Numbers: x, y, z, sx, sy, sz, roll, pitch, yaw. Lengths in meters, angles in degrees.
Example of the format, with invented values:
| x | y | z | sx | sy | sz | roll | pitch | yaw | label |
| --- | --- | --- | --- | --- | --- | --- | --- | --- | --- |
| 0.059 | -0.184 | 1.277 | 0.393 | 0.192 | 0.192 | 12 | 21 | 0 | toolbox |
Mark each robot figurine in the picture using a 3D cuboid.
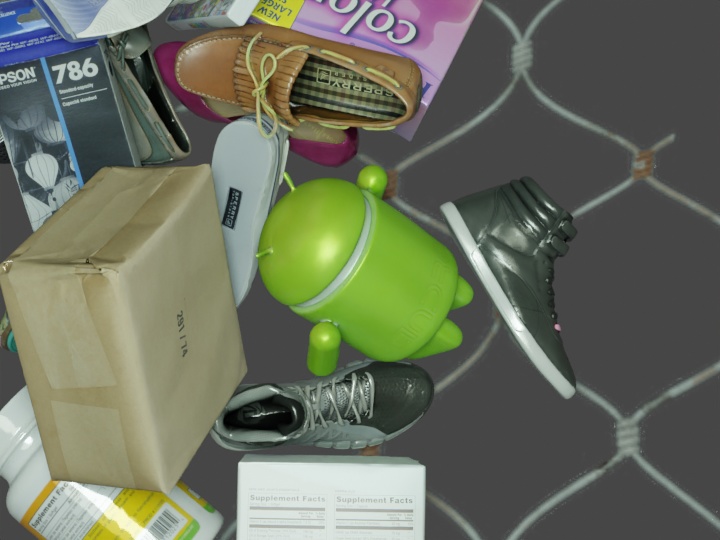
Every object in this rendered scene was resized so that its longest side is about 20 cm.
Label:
| x | y | z | sx | sy | sz | roll | pitch | yaw | label |
| --- | --- | --- | --- | --- | --- | --- | --- | --- | --- |
| 0.000 | 0.000 | 1.235 | 0.200 | 0.115 | 0.176 | 32 | 61 | -30 | robot figurine |

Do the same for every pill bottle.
| x | y | z | sx | sy | sz | roll | pitch | yaw | label |
| --- | --- | --- | --- | --- | --- | --- | --- | --- | --- |
| -0.221 | 0.187 | 1.234 | 0.200 | 0.111 | 0.111 | 40 | 85 | 1 | pill bottle |

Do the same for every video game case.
| x | y | z | sx | sy | sz | roll | pitch | yaw | label |
| --- | --- | --- | --- | --- | --- | --- | --- | --- | --- |
| -0.095 | -0.264 | 1.237 | 0.018 | 0.200 | 0.144 | 34 | 84 | -22 | video game case |

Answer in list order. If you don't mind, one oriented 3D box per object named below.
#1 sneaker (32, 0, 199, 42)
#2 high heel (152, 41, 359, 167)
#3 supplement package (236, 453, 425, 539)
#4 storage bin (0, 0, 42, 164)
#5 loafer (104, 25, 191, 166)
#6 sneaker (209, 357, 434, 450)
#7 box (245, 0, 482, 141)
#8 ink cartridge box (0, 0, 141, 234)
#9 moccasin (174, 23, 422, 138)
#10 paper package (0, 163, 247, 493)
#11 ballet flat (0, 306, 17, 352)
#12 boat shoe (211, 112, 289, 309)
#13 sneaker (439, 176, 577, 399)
| x | y | z | sx | sy | sz | roll | pitch | yaw | label |
| --- | --- | --- | --- | --- | --- | --- | --- | --- | --- |
| -0.161 | -0.233 | 1.175 | 0.199 | 0.115 | 0.081 | -33 | 91 | -18 | sneaker |
| -0.090 | -0.151 | 1.275 | 0.199 | 0.096 | 0.068 | 24 | 85 | -1 | high heel |
| -0.027 | 0.255 | 1.218 | 0.150 | 0.152 | 0.201 | 1 | 85 | -2 | supplement package |
| -0.318 | -0.208 | 1.270 | 0.135 | 0.094 | 0.201 | 25 | 84 | 0 | storage bin |
| -0.190 | -0.178 | 1.244 | 0.063 | 0.072 | 0.201 | 3 | 127 | 23 | loafer |
| -0.031 | 0.119 | 1.247 | 0.199 | 0.115 | 0.075 | -11 | 86 | -3 | sneaker |
| 0.015 | -0.247 | 1.275 | 0.175 | 0.097 | 0.201 | 27 | 76 | -1 | box |
| -0.240 | -0.122 | 1.201 | 0.099 | 0.039 | 0.201 | -14 | 112 | 1 | ink cartridge box |
| -0.052 | -0.146 | 1.180 | 0.200 | 0.078 | 0.074 | 15 | 117 | 6 | moccasin |
| -0.176 | 0.041 | 1.154 | 0.103 | 0.191 | 0.201 | 3 | 120 | 19 | paper package |
| -0.242 | -0.014 | 1.278 | 0.200 | 0.069 | 0.071 | -40 | 70 | -9 | ballet flat |
| -0.105 | -0.045 | 1.267 | 0.071 | 0.070 | 0.201 | 23 | 117 | 14 | boat shoe |
| 0.159 | 0.007 | 1.288 | 0.099 | 0.071 | 0.201 | -30 | 83 | 0 | sneaker |
